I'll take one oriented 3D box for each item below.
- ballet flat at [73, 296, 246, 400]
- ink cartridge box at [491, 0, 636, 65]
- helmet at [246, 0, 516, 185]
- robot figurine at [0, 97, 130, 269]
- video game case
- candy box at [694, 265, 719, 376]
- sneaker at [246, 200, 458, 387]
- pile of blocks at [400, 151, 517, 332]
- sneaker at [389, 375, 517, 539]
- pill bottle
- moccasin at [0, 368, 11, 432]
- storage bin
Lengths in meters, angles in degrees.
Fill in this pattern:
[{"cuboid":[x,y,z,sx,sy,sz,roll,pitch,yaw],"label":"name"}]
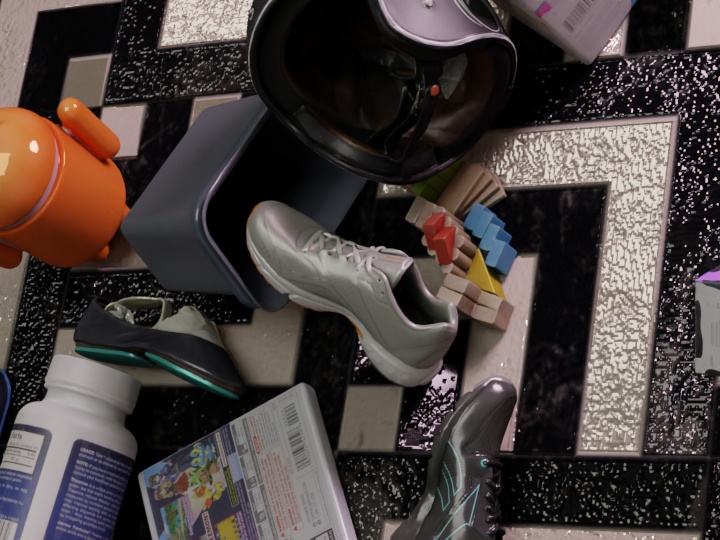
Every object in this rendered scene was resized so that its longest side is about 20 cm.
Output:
[{"cuboid":[-0.172,0.060,1.803,0.199,0.073,0.074,12,78,38],"label":"ballet flat"},{"cuboid":[0.139,-0.283,1.655,0.125,0.200,0.129,39,93,38],"label":"ink cartridge box"},{"cuboid":[0.010,-0.182,1.656,0.191,0.200,0.200,42,96,26],"label":"helmet"},{"cuboid":[-0.290,-0.076,1.849,0.143,0.200,0.118,-18,63,27],"label":"robot figurine"},{"cuboid":[-0.091,0.220,1.713,0.181,0.023,0.201,-29,59,20],"label":"video game case"},{"cuboid":[0.353,0.029,1.407,0.198,0.167,0.072,8,110,35],"label":"candy box"},{"cuboid":[0.000,0.000,1.651,0.199,0.092,0.076,38,49,2],"label":"sneaker"},{"cuboid":[0.077,-0.045,1.686,0.082,0.062,0.201,-35,56,16],"label":"pile of blocks"},{"cuboid":[0.084,0.181,1.594,0.079,0.075,0.202,25,94,26],"label":"sneaker"},{"cuboid":[-0.258,0.181,1.780,0.110,0.111,0.202,8,76,35],"label":"pill bottle"},{"cuboid":[-0.381,0.178,1.887,0.080,0.068,0.202,-6,68,31],"label":"moccasin"},{"cuboid":[-0.100,-0.060,1.760,0.133,0.146,0.201,-3,44,43],"label":"storage bin"}]
